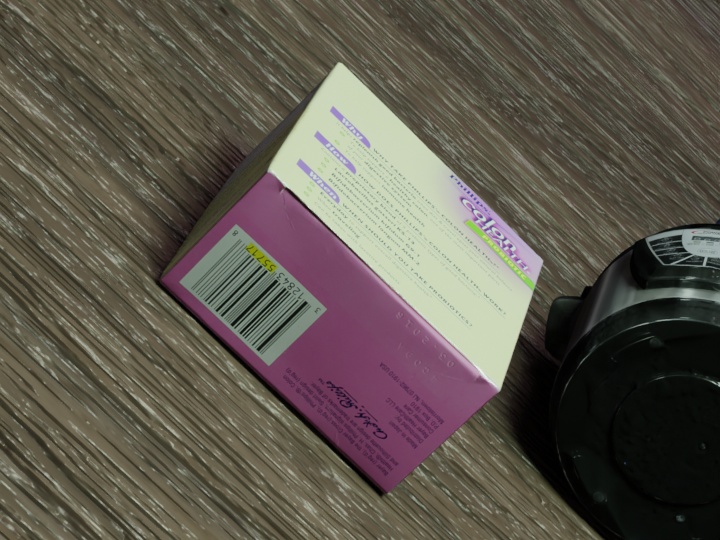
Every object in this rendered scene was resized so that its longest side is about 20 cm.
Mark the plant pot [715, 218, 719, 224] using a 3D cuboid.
[{"bbox_3d":[0.308,0.060,1.909,0.200,0.180,0.200,53,22,16],"label":"plant pot"}]

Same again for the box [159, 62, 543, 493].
[{"bbox_3d":[0.000,0.000,1.575,0.176,0.097,0.200,43,23,-7],"label":"box"}]

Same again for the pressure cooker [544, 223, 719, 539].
[{"bbox_3d":[0.211,0.066,1.739,0.176,0.178,0.200,51,24,-8],"label":"pressure cooker"}]
